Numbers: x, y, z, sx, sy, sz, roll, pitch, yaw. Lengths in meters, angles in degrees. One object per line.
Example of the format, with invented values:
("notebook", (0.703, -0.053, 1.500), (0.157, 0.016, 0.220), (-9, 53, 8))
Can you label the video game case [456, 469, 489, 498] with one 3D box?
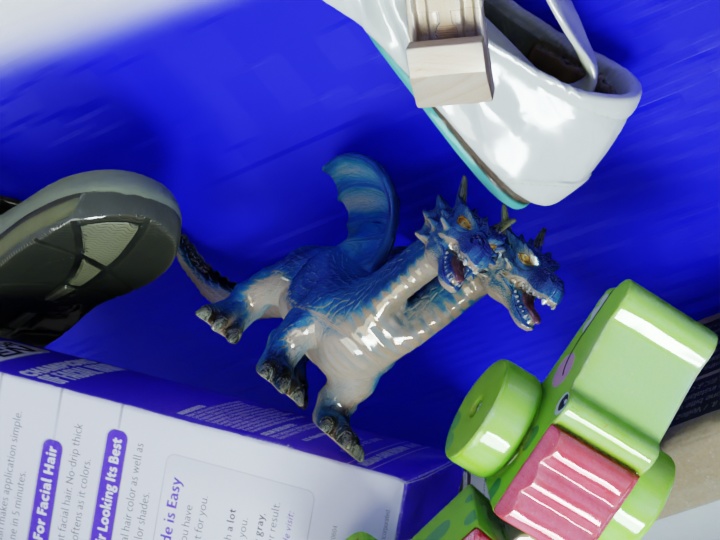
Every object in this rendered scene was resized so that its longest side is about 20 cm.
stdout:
("video game case", (-0.049, 0.155, 0.973), (0.200, 0.036, 0.182), (2, 93, 23))

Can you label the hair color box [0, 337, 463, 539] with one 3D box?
("hair color box", (-0.071, 0.098, 0.925), (0.200, 0.065, 0.110), (13, 100, 20))

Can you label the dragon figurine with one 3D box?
("dragon figurine", (0.000, 0.000, 0.891), (0.059, 0.099, 0.200), (44, 177, -24))

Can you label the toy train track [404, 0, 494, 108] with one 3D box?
("toy train track", (0.015, -0.140, 0.733), (0.114, 0.033, 0.200), (-4, 113, 10))

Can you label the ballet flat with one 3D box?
("ballet flat", (0.013, -0.103, 0.802), (0.200, 0.070, 0.069), (43, 137, -20))

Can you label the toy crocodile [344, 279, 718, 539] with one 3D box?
("toy crocodile", (0.042, 0.091, 0.823), (0.067, 0.062, 0.200), (36, 102, -13))

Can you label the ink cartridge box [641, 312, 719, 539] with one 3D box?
("ink cartridge box", (0.192, 0.096, 0.875), (0.200, 0.075, 0.165), (47, 137, -17))

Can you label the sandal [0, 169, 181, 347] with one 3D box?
("sandal", (-0.137, -0.008, 0.976), (0.080, 0.057, 0.201), (10, 156, -43))
